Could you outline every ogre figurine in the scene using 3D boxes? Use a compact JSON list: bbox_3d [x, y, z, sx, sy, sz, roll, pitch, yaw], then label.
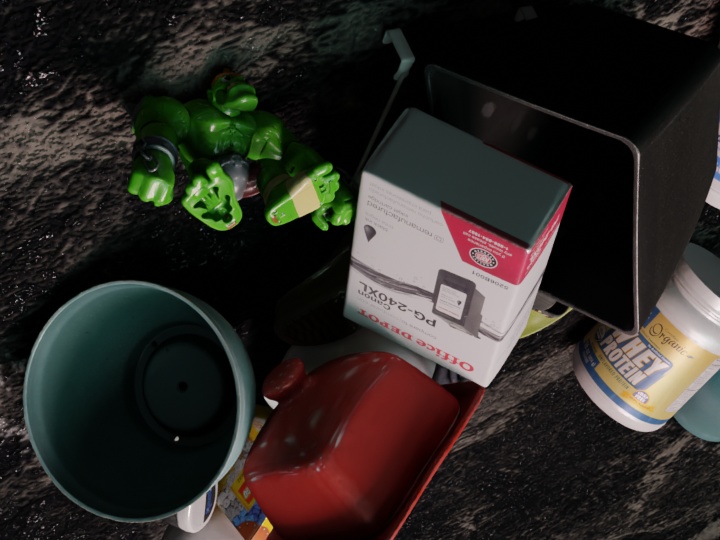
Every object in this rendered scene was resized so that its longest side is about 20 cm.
[{"bbox_3d":[-0.101,-0.086,0.977,0.199,0.120,0.099,-14,138,-27],"label":"ogre figurine"}]

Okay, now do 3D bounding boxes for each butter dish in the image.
[{"bbox_3d":[-0.025,0.137,1.091,0.199,0.148,0.200,-17,-151,53],"label":"butter dish"}]

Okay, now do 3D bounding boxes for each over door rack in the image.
[{"bbox_3d":[0.076,-0.124,1.118,0.147,0.067,0.201,-14,142,-26],"label":"over door rack"}]

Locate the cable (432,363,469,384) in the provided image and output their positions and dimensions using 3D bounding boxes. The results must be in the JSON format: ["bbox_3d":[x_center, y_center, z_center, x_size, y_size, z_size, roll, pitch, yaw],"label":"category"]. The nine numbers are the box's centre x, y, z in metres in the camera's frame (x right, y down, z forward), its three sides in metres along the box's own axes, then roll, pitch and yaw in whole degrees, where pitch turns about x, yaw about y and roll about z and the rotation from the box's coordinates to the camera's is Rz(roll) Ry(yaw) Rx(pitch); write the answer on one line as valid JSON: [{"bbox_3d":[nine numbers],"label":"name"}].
[{"bbox_3d":[0.103,0.012,1.229,0.050,0.201,0.164,10,143,9],"label":"cable"}]

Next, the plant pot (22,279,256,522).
[{"bbox_3d":[-0.175,0.107,1.122,0.200,0.201,0.134,-41,171,13],"label":"plant pot"}]

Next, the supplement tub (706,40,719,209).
[{"bbox_3d":[0.404,-0.166,1.267,0.131,0.132,0.201,-18,143,-19],"label":"supplement tub"}]

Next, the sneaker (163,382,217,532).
[{"bbox_3d":[-0.192,0.148,1.245,0.073,0.111,0.202,-15,117,-66],"label":"sneaker"}]

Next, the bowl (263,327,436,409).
[{"bbox_3d":[0.007,0.106,1.293,0.200,0.091,0.201,12,154,6],"label":"bowl"}]

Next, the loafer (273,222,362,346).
[{"bbox_3d":[0.000,0.000,1.210,0.199,0.068,0.076,-31,144,-5],"label":"loafer"}]

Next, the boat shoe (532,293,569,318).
[{"bbox_3d":[0.172,-0.001,1.250,0.201,0.063,0.074,39,69,-69],"label":"boat shoe"}]

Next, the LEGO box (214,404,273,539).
[{"bbox_3d":[-0.070,0.218,1.345,0.199,0.149,0.077,20,108,-49],"label":"LEGO box"}]

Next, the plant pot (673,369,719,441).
[{"bbox_3d":[0.498,0.127,1.672,0.199,0.201,0.188,-11,156,-28],"label":"plant pot"}]

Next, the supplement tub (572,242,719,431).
[{"bbox_3d":[0.366,0.080,1.532,0.144,0.145,0.200,9,129,-44],"label":"supplement tub"}]

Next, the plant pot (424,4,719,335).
[{"bbox_3d":[0.193,-0.104,1.049,0.177,0.199,0.200,-41,140,-27],"label":"plant pot"}]

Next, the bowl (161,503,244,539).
[{"bbox_3d":[-0.101,0.291,1.359,0.075,0.199,0.200,-59,180,8],"label":"bowl"}]

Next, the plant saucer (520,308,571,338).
[{"bbox_3d":[0.189,0.001,1.396,0.199,0.031,0.201,-21,144,-16],"label":"plant saucer"}]

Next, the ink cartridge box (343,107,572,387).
[{"bbox_3d":[0.072,-0.013,1.032,0.084,0.145,0.201,-55,164,-34],"label":"ink cartridge box"}]
